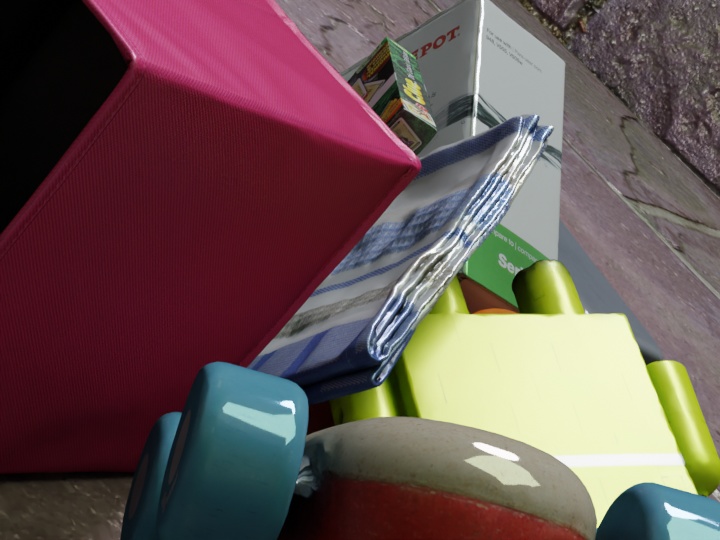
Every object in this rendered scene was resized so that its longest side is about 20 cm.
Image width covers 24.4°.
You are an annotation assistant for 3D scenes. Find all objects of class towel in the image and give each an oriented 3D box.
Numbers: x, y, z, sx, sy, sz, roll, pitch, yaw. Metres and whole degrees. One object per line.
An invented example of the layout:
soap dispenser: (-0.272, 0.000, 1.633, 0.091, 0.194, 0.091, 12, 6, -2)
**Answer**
towel: (0.000, 0.000, 0.802, 0.024, 0.147, 0.200, 54, 45, -17)

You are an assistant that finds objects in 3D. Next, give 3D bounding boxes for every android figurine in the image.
android figurine: (0.079, 0.077, 0.759, 0.182, 0.041, 0.200, -1, 48, -18)

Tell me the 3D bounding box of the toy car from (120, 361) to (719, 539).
toy car: (0.002, 0.157, 0.558, 0.184, 0.200, 0.177, 17, -19, -11)

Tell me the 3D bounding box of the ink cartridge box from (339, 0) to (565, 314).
ink cartridge box: (0.039, -0.040, 0.973, 0.083, 0.147, 0.200, 31, 50, -33)

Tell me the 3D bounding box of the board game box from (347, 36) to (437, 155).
board game box: (-0.041, -0.015, 0.773, 0.023, 0.200, 0.105, 36, 17, -21)

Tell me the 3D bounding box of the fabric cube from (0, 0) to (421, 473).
fabric cube: (-0.138, -0.052, 0.664, 0.200, 0.196, 0.199, 49, 19, 24)

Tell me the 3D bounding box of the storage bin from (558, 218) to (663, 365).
storage bin: (0.094, 0.044, 1.039, 0.145, 0.134, 0.200, 26, 24, -41)

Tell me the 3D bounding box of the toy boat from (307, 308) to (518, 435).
toy boat: (0.045, 0.075, 0.860, 0.200, 0.131, 0.131, 30, 21, -32)
